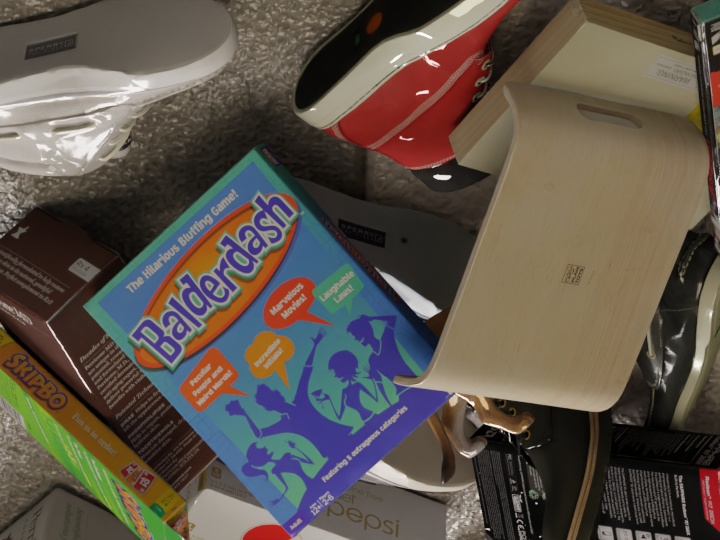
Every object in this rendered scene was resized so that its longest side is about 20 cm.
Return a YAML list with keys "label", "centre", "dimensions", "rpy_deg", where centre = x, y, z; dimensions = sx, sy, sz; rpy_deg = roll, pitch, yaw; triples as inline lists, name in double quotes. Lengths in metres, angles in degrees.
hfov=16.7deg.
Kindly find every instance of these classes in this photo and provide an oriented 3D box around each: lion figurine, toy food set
- label: "lion figurine"
  centre: [0.090, 0.030, 1.583]
  dimensions: [0.200, 0.072, 0.123]
  rpy_deg: [-43, 97, -6]
- label: "toy food set"
  centre: [0.114, -0.010, 1.491]
  dimensions: [0.143, 0.060, 0.200]
  rpy_deg: [9, 109, -31]

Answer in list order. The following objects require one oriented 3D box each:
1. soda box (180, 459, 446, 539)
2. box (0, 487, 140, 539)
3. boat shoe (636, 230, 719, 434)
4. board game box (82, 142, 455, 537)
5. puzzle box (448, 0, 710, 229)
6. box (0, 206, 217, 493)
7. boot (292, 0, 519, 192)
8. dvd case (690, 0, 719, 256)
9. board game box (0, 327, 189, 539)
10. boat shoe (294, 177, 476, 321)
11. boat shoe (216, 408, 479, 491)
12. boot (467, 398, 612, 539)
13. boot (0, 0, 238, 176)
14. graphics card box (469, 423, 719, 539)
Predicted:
- label: "soda box"
  centre: [-0.037, 0.185, 1.823]
  dimensions: [0.200, 0.068, 0.064]
  rpy_deg: [21, 133, -17]
- label: "box"
  centre: [-0.212, 0.318, 1.875]
  dimensions: [0.200, 0.199, 0.171]
  rpy_deg: [33, 128, -26]
- label: "boat shoe"
  centre: [0.213, 0.043, 1.676]
  dimensions: [0.067, 0.072, 0.200]
  rpy_deg: [21, 143, 15]
- label: "board game box"
  centre: [-0.052, 0.044, 1.552]
  dimensions: [0.152, 0.045, 0.200]
  rpy_deg: [-43, 90, 10]
- label: "puzzle box"
  centre: [0.170, -0.094, 1.515]
  dimensions: [0.200, 0.025, 0.133]
  rpy_deg: [14, 133, -35]
- label: "box"
  centre: [-0.176, 0.061, 1.672]
  dimensions: [0.100, 0.075, 0.200]
  rpy_deg: [28, 152, 43]
- label: "boot"
  centre: [0.073, -0.125, 1.507]
  dimensions: [0.144, 0.073, 0.200]
  rpy_deg: [29, 136, -27]
- label: "dvd case"
  centre: [0.277, -0.105, 1.507]
  dimensions: [0.146, 0.022, 0.200]
  rpy_deg: [-23, 134, -8]
- label: "board game box"
  centre: [-0.182, 0.125, 1.664]
  dimensions: [0.200, 0.030, 0.096]
  rpy_deg: [44, 162, 15]
- label: "boat shoe"
  centre: [0.000, 0.000, 1.644]
  dimensions: [0.200, 0.071, 0.091]
  rpy_deg: [22, 146, -19]
- label: "boat shoe"
  centre: [-0.015, 0.121, 1.768]
  dimensions: [0.200, 0.075, 0.093]
  rpy_deg: [19, 152, -18]
- label: "boot"
  centre: [0.100, 0.105, 1.648]
  dimensions: [0.138, 0.200, 0.078]
  rpy_deg: [7, 142, 2]
- label: "boot"
  centre: [-0.157, -0.113, 1.538]
  dimensions: [0.199, 0.074, 0.096]
  rpy_deg: [-5, 141, 20]
- label: "graphics card box"
  centre: [0.180, 0.171, 1.723]
  dimensions: [0.200, 0.051, 0.126]
  rpy_deg: [3, 119, 32]
